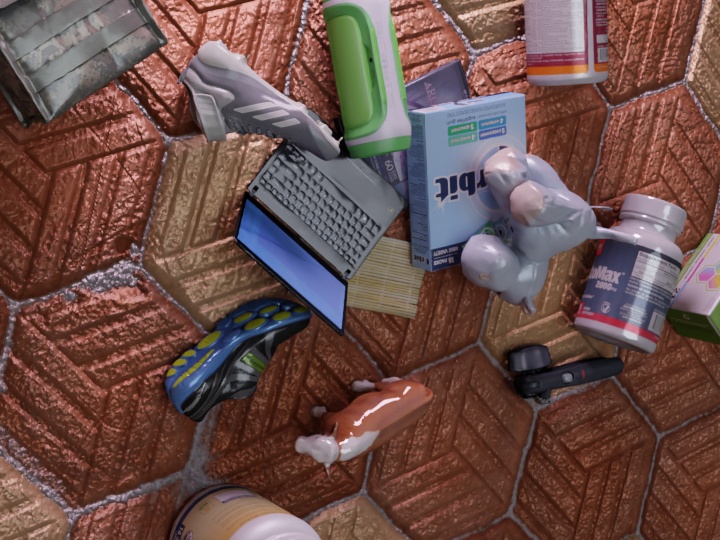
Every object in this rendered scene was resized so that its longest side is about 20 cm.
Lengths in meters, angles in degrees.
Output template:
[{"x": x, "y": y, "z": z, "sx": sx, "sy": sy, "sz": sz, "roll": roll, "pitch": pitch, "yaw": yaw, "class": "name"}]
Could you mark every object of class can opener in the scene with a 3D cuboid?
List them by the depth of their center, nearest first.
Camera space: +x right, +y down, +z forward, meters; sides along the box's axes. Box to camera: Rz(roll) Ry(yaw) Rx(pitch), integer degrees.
[{"x": 0.290, "y": 0.142, "z": 1.779, "sx": 0.198, "sy": 0.063, "sz": 0.080, "roll": -2, "pitch": 97, "yaw": -31, "class": "can opener"}]

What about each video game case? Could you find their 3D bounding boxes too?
[{"x": 0.069, "y": -0.165, "z": 1.629, "sx": 0.198, "sy": 0.019, "sz": 0.145, "roll": -29, "pitch": 110, "yaw": -25, "class": "video game case"}]

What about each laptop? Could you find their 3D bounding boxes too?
[{"x": -0.042, "y": -0.060, "z": 1.509, "sx": 0.177, "sy": 0.103, "sz": 0.201, "roll": 42, "pitch": 78, "yaw": -20, "class": "laptop"}]

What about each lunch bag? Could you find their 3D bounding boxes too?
[{"x": -0.322, "y": -0.276, "z": 1.317, "sx": 0.163, "sy": 0.117, "sz": 0.202, "roll": -37, "pitch": 108, "yaw": -22, "class": "lunch bag"}]

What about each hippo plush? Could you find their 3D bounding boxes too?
[{"x": 0.203, "y": -0.046, "z": 1.615, "sx": 0.198, "sy": 0.160, "sz": 0.162, "roll": 19, "pitch": 115, "yaw": -33, "class": "hippo plush"}]

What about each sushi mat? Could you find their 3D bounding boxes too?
[{"x": 0.000, "y": 0.000, "z": 1.610, "sx": 0.198, "sy": 0.012, "sz": 0.097, "roll": 11, "pitch": 90, "yaw": -32, "class": "sushi mat"}]

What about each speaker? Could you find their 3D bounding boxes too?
[{"x": 0.008, "y": -0.239, "z": 1.529, "sx": 0.087, "sy": 0.088, "sz": 0.203, "roll": -12, "pitch": 94, "yaw": -29, "class": "speaker"}]

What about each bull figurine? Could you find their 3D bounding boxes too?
[{"x": -0.005, "y": 0.187, "z": 1.568, "sx": 0.198, "sy": 0.121, "sz": 0.066, "roll": -21, "pitch": 107, "yaw": -28, "class": "bull figurine"}]

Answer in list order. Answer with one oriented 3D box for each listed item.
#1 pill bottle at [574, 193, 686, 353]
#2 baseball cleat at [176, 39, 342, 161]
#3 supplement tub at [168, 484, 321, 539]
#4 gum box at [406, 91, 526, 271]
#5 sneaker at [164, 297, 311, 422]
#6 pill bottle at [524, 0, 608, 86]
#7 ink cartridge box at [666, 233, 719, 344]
[{"x": 0.382, "y": 0.003, "z": 1.784, "sx": 0.119, "sy": 0.119, "sz": 0.203, "roll": 22, "pitch": 84, "yaw": -32, "class": "pill bottle"}, {"x": -0.121, "y": -0.171, "z": 1.472, "sx": 0.199, "sy": 0.070, "sz": 0.107, "roll": 39, "pitch": 84, "yaw": -5, "class": "baseball cleat"}, {"x": -0.123, "y": 0.339, "z": 1.469, "sx": 0.143, "sy": 0.199, "sz": 0.147, "roll": -4, "pitch": 98, "yaw": -30, "class": "supplement tub"}, {"x": 0.139, "y": -0.116, "z": 1.641, "sx": 0.168, "sy": 0.044, "sz": 0.203, "roll": -14, "pitch": 110, "yaw": -33, "class": "gum box"}, {"x": -0.141, "y": 0.103, "z": 1.512, "sx": 0.199, "sy": 0.070, "sz": 0.083, "roll": -38, "pitch": 128, "yaw": -21, "class": "sneaker"}, {"x": 0.268, "y": -0.346, "z": 1.673, "sx": 0.108, "sy": 0.109, "sz": 0.203, "roll": -9, "pitch": 101, "yaw": -30, "class": "pill bottle"}, {"x": 0.555, "y": 0.032, "z": 1.847, "sx": 0.076, "sy": 0.199, "sz": 0.148, "roll": 47, "pitch": 72, "yaw": -27, "class": "ink cartridge box"}]
